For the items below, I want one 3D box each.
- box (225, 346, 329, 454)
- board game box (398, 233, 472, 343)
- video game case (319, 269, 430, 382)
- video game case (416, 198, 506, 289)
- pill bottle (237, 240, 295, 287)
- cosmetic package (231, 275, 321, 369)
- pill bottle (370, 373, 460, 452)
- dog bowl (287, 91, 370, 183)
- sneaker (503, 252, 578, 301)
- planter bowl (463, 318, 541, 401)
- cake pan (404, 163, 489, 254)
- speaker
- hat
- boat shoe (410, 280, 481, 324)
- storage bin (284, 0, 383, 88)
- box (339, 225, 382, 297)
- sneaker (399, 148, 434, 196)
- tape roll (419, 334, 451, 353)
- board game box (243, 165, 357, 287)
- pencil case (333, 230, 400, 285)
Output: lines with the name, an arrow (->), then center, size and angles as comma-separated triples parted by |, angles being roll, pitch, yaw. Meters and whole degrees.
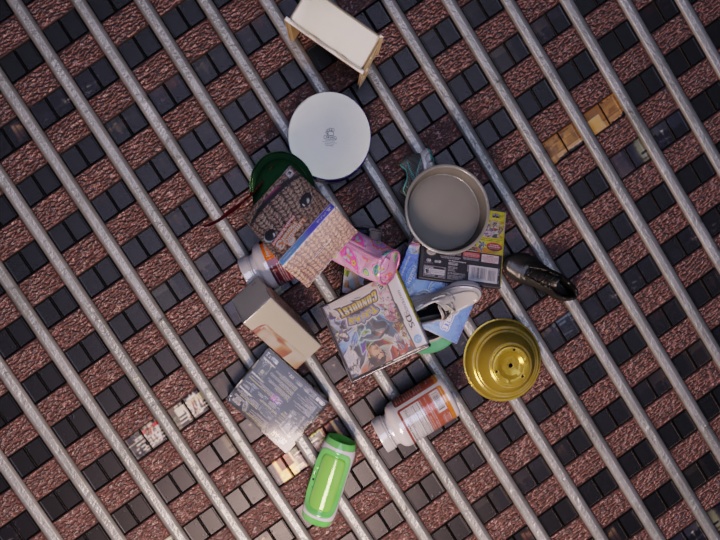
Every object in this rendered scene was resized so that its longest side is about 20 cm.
box -> -0.196, 0.307, 1.663 | 0.199, 0.044, 0.161 | 41, 90, -5
board game box -> 0.175, 0.036, 1.628 | 0.195, 0.043, 0.204 | 24, 90, -6
video game case -> 0.031, 0.122, 1.536 | 0.197, 0.025, 0.184 | -26, 85, 14
video game case -> 0.233, -0.060, 1.600 | 0.195, 0.025, 0.186 | 7, 83, -7
pill bottle -> -0.179, -0.032, 1.614 | 0.197, 0.113, 0.115 | -27, 94, -2
cosmetic package -> -0.189, 0.120, 1.581 | 0.087, 0.104, 0.201 | -40, 127, 0
pill bottle -> 0.128, 0.341, 1.653 | 0.197, 0.112, 0.114 | -31, 94, -1
dog bowl -> -0.073, -0.308, 1.625 | 0.195, 0.079, 0.206 | 0, 93, -4
sneaker -> 0.436, 0.014, 1.669 | 0.196, 0.091, 0.078 | 22, 93, -3
planter bowl -> 0.352, 0.222, 1.676 | 0.195, 0.083, 0.206 | 0, 92, -4
cake pan -> 0.192, -0.135, 1.571 | 0.195, 0.037, 0.206 | 1, 83, -7
speaker -> -0.075, 0.497, 1.661 | 0.086, 0.088, 0.205 | 18, 92, -4
hat -> -0.213, -0.149, 1.550 | 0.165, 0.176, 0.201 | 39, 120, -1
boat shoe -> 0.181, 0.080, 1.563 | 0.195, 0.066, 0.073 | -11, 123, -2
storage bin -> -0.059, -0.514, 1.556 | 0.198, 0.199, 0.095 | 33, 92, -4
box -> 0.000, 0.000, 1.623 | 0.059, 0.116, 0.206 | 7, 94, 15
sneaker -> 0.139, -0.182, 1.659 | 0.089, 0.077, 0.206 | -7, 90, 13
tape roll -> 0.152, 0.095, 1.674 | 0.195, 0.048, 0.206 | 0, 92, -5
board game box -> -0.130, -0.097, 1.479 | 0.160, 0.200, 0.097 | -47, 138, 1
pencil case -> -0.009, -0.042, 1.506 | 0.198, 0.087, 0.089 | 29, 91, 29
